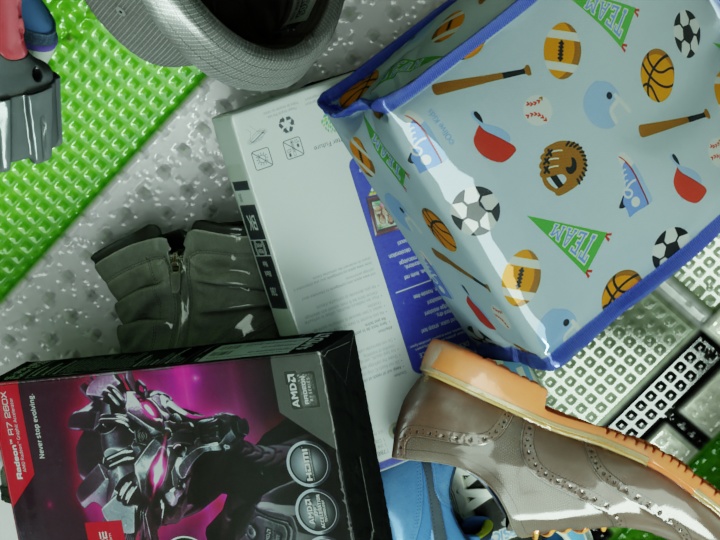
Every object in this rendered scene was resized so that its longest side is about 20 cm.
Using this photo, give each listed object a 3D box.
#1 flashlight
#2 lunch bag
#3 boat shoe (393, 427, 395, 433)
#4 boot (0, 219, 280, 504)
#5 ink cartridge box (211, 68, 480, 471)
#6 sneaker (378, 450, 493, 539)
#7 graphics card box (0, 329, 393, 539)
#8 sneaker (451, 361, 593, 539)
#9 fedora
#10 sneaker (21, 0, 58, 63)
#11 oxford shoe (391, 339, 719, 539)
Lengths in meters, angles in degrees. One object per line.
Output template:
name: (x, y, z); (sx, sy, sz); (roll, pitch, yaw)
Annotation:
flashlight: (-0.174, -0.151, 1.439); (0.067, 0.068, 0.201); (5, 114, 20)
lunch bag: (0.107, -0.075, 1.502); (0.200, 0.124, 0.170); (-39, 107, -14)
boat shoe: (-0.005, 0.134, 1.629); (0.069, 0.071, 0.201); (-1, 119, 31)
boot: (-0.119, 0.047, 1.595); (0.199, 0.068, 0.131); (-17, 90, 25)
ink cartridge box: (0.000, 0.000, 1.537); (0.099, 0.039, 0.201); (-19, 95, -20)
sneaker: (0.046, 0.182, 1.573); (0.078, 0.066, 0.201); (-18, 110, -8)
graphics card box: (-0.088, 0.103, 1.523); (0.199, 0.051, 0.126); (-6, 100, 23)
sneaker: (0.076, 0.108, 1.607); (0.072, 0.073, 0.201); (-22, 109, 11)
fedora: (-0.092, -0.179, 1.465); (0.090, 0.177, 0.201); (-13, 117, 38)
sneaker: (-0.193, -0.209, 1.476); (0.200, 0.081, 0.146); (43, 111, -9)
oxford shoe: (0.110, 0.110, 1.512); (0.199, 0.071, 0.073); (27, 85, 2)
